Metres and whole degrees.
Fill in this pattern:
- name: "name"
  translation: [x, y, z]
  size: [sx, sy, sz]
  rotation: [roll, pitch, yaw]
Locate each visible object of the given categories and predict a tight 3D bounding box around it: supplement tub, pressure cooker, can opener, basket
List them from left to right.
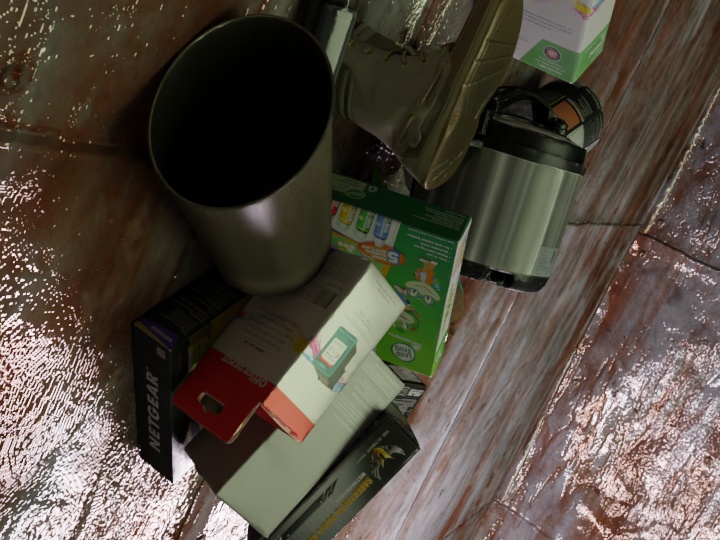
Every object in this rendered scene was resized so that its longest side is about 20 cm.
- name: "basket"
  translation: [-0.084, -0.075, 0.761]
  size: [0.201, 0.134, 0.182]
  rotation: [86, 15, -62]
- name: "can opener"
  translation: [-0.036, -0.223, 0.797]
  size: [0.066, 0.053, 0.202]
  rotation: [2, 120, -25]
- name: "pressure cooker"
  translation: [0.148, -0.094, 0.980]
  size: [0.176, 0.177, 0.202]
  rotation: [-93, -160, -78]
- name: "supplement tub"
  translation: [0.264, -0.199, 1.338]
  size: [0.199, 0.122, 0.123]
  rotation: [-32, 146, -46]

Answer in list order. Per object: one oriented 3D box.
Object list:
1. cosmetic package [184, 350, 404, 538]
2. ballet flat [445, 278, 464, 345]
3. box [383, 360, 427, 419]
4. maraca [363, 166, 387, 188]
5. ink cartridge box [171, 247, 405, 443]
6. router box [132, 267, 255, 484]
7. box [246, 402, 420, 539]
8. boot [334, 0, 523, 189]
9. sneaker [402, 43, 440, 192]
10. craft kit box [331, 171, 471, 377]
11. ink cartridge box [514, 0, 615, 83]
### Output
- name: "cosmetic package"
  translation: [-0.066, 0.145, 0.898]
  size: [0.200, 0.107, 0.090]
  rotation: [-48, 121, -6]
- name: "ballet flat"
  translation: [0.081, 0.058, 1.085]
  size: [0.073, 0.067, 0.200]
  rotation: [-61, 169, -20]
- name: "box"
  translation: [-0.032, 0.176, 1.064]
  size: [0.199, 0.050, 0.159]
  rotation: [14, 112, -47]
- name: "maraca"
  translation: [0.008, -0.015, 1.047]
  size: [0.106, 0.137, 0.202]
  rotation: [1, 117, -14]
- name: "ink cartridge box"
  translation: [-0.067, 0.075, 0.838]
  size: [0.200, 0.116, 0.067]
  rotation: [-51, 127, -15]
- name: "router box"
  translation: [-0.152, 0.096, 0.927]
  size: [0.157, 0.052, 0.201]
  rotation: [-39, 150, -40]
- name: "box"
  translation: [-0.033, 0.217, 0.946]
  size: [0.200, 0.048, 0.158]
  rotation: [-45, -174, -1]
- name: "boot"
  translation: [0.054, -0.199, 0.860]
  size: [0.072, 0.154, 0.201]
  rotation: [-19, 142, -47]
- name: "sneaker"
  translation: [0.060, -0.160, 1.050]
  size: [0.080, 0.074, 0.201]
  rotation: [-33, 142, -26]
- name: "craft kit box"
  translation: [0.000, 0.000, 0.935]
  size: [0.199, 0.198, 0.049]
  rotation: [94, 20, -47]
- name: "ink cartridge box"
  translation: [0.215, -0.338, 1.035]
  size: [0.088, 0.145, 0.201]
  rotation: [-45, 154, -30]
